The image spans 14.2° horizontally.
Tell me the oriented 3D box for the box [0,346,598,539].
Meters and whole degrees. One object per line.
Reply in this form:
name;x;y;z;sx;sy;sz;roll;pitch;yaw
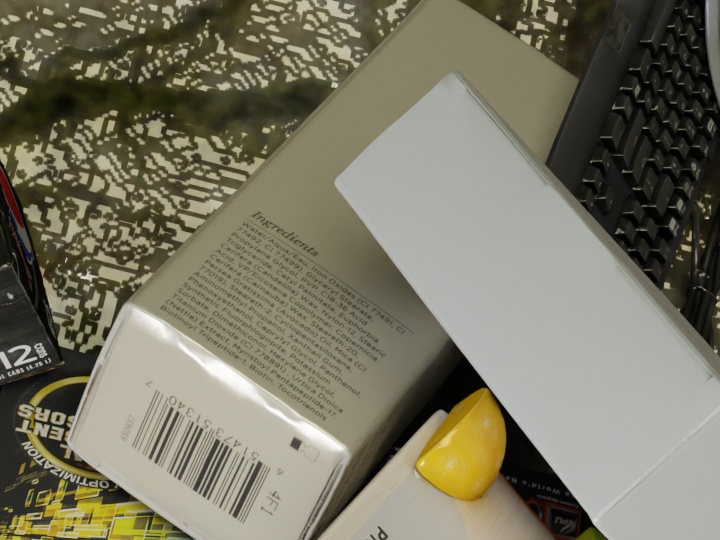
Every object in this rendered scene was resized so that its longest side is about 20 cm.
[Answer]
box;-0.029;0.109;0.845;0.199;0.049;0.162;16;41;-3

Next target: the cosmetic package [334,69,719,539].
cosmetic package;0.091;0.051;0.794;0.052;0.200;0.151;-43;44;3

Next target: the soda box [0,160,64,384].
soda box;-0.194;0.018;0.846;0.199;0.071;0.064;-19;62;-2

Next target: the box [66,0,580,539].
box;0.000;0.000;0.881;0.082;0.069;0.200;35;43;9

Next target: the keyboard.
keyboard;0.105;-0.037;0.937;0.021;0.127;0.201;3;52;32

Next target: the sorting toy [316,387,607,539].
sorting toy;0.042;0.144;0.736;0.180;0.107;0.200;42;50;3

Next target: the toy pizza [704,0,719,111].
toy pizza;0.208;-0.078;0.906;0.199;0.032;0.201;2;106;8
